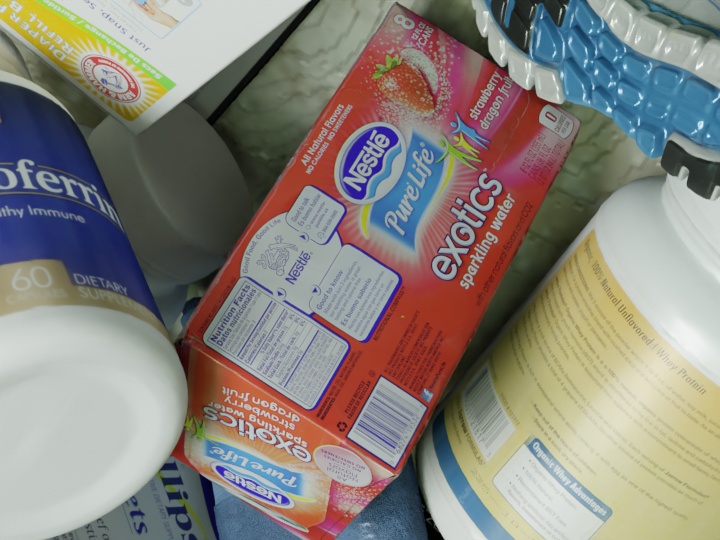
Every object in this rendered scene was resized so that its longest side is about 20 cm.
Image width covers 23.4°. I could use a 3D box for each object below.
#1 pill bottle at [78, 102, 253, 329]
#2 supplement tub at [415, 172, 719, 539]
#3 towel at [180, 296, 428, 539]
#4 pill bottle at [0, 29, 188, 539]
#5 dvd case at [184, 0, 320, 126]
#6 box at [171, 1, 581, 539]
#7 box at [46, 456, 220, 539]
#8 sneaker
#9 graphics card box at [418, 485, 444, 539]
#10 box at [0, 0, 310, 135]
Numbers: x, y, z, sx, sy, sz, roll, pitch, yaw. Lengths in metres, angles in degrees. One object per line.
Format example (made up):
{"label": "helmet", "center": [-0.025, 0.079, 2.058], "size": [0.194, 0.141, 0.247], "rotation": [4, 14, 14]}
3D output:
{"label": "pill bottle", "center": [-0.151, 0.001, 0.808], "size": [0.200, 0.111, 0.111], "rotation": [-29, 105, 25]}
{"label": "supplement tub", "center": [0.133, 0.051, 0.760], "size": [0.144, 0.145, 0.200], "rotation": [35, 116, -5]}
{"label": "towel", "center": [-0.021, 0.089, 0.798], "size": [0.111, 0.048, 0.201], "rotation": [-30, 64, 38]}
{"label": "pill bottle", "center": [-0.148, -0.005, 0.663], "size": [0.115, 0.200, 0.116], "rotation": [-17, 140, -15]}
{"label": "dvd case", "center": [-0.116, -0.162, 0.787], "size": [0.200, 0.018, 0.143], "rotation": [41, 116, -7]}
{"label": "box", "center": [0.000, 0.000, 0.727], "size": [0.099, 0.200, 0.096], "rotation": [32, 146, -4]}
{"label": "box", "center": [-0.183, 0.136, 0.811], "size": [0.183, 0.200, 0.105], "rotation": [-27, 82, 27]}
{"label": "sneaker", "center": [0.126, -0.095, 0.716], "size": [0.200, 0.086, 0.075], "rotation": [45, 133, 33]}
{"label": "graphics card box", "center": [0.011, 0.179, 0.893], "size": [0.200, 0.051, 0.125], "rotation": [45, 115, -8]}
{"label": "box", "center": [-0.058, -0.150, 0.656], "size": [0.101, 0.113, 0.200], "rotation": [38, 148, -16]}
